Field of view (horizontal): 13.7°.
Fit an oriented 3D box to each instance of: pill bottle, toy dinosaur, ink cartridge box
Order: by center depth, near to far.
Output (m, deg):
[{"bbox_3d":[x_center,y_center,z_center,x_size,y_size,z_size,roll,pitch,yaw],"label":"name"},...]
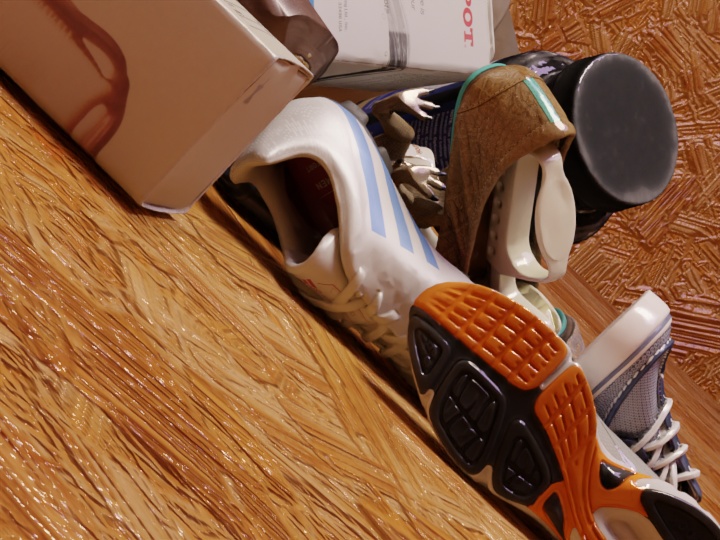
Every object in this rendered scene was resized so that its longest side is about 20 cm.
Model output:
[{"bbox_3d":[0.012,-0.048,1.534,0.200,0.058,0.101,24,-29,-17],"label":"toy dinosaur"},{"bbox_3d":[-0.024,-0.175,1.598,0.084,0.146,0.200,-7,-5,39],"label":"ink cartridge box"},{"bbox_3d":[0.078,-0.061,1.694,0.200,0.112,0.112,-13,-45,47],"label":"pill bottle"}]

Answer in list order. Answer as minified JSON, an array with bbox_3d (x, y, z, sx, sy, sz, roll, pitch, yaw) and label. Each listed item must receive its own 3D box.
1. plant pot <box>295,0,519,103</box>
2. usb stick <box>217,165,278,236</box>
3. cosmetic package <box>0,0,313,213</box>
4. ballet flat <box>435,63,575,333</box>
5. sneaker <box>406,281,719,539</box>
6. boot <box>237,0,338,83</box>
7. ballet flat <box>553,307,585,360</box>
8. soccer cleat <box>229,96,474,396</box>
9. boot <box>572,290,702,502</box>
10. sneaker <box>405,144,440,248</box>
[{"bbox_3d":[0.041,-0.122,2.135,0.174,0.200,0.200,59,-2,-27],"label":"plant pot"},{"bbox_3d":[0.000,0.000,1.569,0.200,0.033,0.055,41,-4,-31],"label":"usb stick"},{"bbox_3d":[-0.125,-0.123,1.267,0.200,0.087,0.103,44,4,8],"label":"cosmetic package"},{"bbox_3d":[0.072,-0.006,1.479,0.068,0.200,0.072,-18,43,-35],"label":"ballet flat"},{"bbox_3d":[0.087,0.086,1.410,0.200,0.076,0.092,50,-5,-11],"label":"sneaker"},{"bbox_3d":[-0.079,-0.179,1.405,0.200,0.064,0.186,62,4,16],"label":"boot"},{"bbox_3d":[0.104,0.072,1.710,0.067,0.068,0.200,63,9,-7],"label":"ballet flat"},{"bbox_3d":[0.008,0.010,1.438,0.200,0.070,0.086,54,39,-2],"label":"soccer cleat"},{"bbox_3d":[0.139,0.081,1.490,0.090,0.073,0.200,44,-18,9],"label":"boot"},{"bbox_3d":[-0.015,-0.056,1.614,0.200,0.085,0.073,39,8,-26],"label":"sneaker"}]
